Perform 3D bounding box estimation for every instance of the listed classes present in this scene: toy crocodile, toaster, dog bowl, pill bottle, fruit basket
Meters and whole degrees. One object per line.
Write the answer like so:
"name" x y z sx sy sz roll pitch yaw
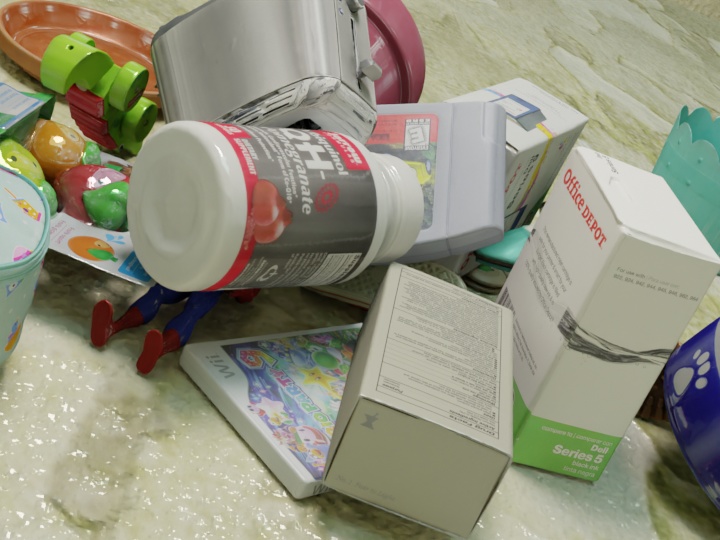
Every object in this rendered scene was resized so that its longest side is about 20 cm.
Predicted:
"toy crocodile" -0.212 -0.137 1.001 0.067 0.062 0.200 29 -13 4
"toaster" -0.079 -0.140 0.948 0.114 0.200 0.129 35 38 -56
"dog bowl" 0.331 0.121 0.946 0.200 0.079 0.200 26 42 -26
"pill bottle" -0.051 -0.043 0.849 0.200 0.111 0.111 -2 36 -46
"fruit basket" -0.215 -0.066 0.881 0.200 0.094 0.185 17 24 1

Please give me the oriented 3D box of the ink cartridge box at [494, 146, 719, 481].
"ink cartridge box" 0.168 0.031 0.916 0.084 0.200 0.146 17 27 -15

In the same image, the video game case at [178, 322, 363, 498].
"video game case" -0.009 0.090 0.862 0.200 0.018 0.143 -5 38 -45

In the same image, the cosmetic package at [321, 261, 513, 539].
"cosmetic package" 0.044 0.079 0.823 0.103 0.073 0.200 23 26 -2

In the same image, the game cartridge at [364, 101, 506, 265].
"game cartridge" 0.016 -0.069 0.981 0.200 0.041 0.133 -1 68 11

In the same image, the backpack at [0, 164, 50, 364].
"backpack" -0.280 -0.028 0.710 0.200 0.153 0.176 22 19 -20

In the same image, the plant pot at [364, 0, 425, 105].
"plant pot" -0.057 -0.163 1.130 0.200 0.200 0.179 26 41 4

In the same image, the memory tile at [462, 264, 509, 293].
"memory tile" 0.088 -0.039 1.197 0.153 0.017 0.200 9 29 -29

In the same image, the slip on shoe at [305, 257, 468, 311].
"slip on shoe" 0.000 0.000 1.004 0.200 0.074 0.061 25 -14 20

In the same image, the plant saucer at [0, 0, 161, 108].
"plant saucer" -0.261 -0.209 1.207 0.200 0.032 0.200 20 25 -9

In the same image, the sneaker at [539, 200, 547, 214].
"sneaker" 0.213 -0.012 1.202 0.076 0.116 0.201 2 -8 6

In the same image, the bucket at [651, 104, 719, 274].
"bucket" 0.436 -0.091 1.457 0.207 0.135 0.207 19 27 -10

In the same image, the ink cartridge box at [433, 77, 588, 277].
"ink cartridge box" 0.113 -0.086 1.121 0.087 0.145 0.200 35 26 17

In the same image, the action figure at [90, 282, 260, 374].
"action figure" -0.117 0.012 0.891 0.065 0.052 0.200 24 23 12

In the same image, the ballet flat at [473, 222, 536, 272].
"ballet flat" 0.199 -0.016 1.050 0.200 0.071 0.067 15 14 0

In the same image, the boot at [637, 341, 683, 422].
"boot" 0.217 0.058 1.062 0.200 0.075 0.107 27 21 9
